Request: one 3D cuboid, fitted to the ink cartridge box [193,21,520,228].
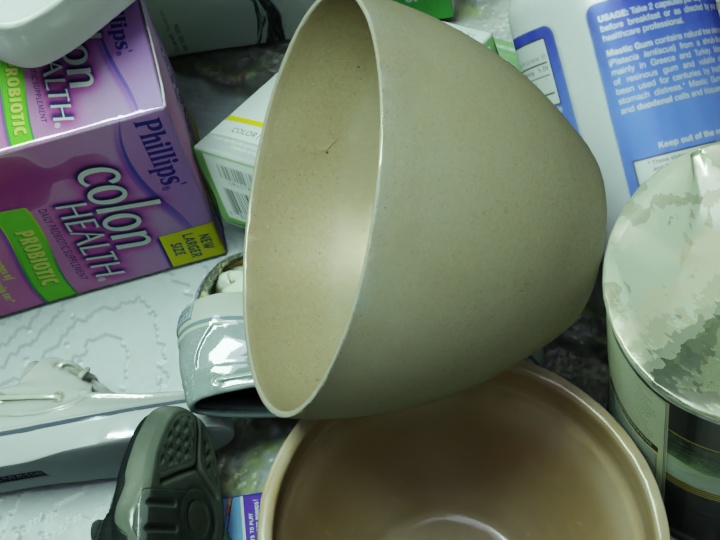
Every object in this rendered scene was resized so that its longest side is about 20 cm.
[{"bbox_3d":[0.015,-0.095,1.119,0.104,0.059,0.200,20,53,41],"label":"ink cartridge box"}]

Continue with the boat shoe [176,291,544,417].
[{"bbox_3d":[0.001,0.059,1.067,0.201,0.070,0.072,5,62,-10],"label":"boat shoe"}]

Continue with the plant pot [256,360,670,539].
[{"bbox_3d":[0.047,0.148,0.991,0.201,0.093,0.201,2,62,-3],"label":"plant pot"}]

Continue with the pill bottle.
[{"bbox_3d":[0.144,-0.110,1.083,0.112,0.112,0.200,-14,90,1],"label":"pill bottle"}]

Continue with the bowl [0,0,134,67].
[{"bbox_3d":[-0.166,-0.197,1.036,0.200,0.075,0.200,34,69,28],"label":"bowl"}]

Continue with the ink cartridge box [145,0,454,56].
[{"bbox_3d":[-0.051,-0.219,1.213,0.200,0.083,0.147,-8,64,5],"label":"ink cartridge box"}]

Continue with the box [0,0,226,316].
[{"bbox_3d":[-0.193,-0.059,1.107,0.200,0.176,0.097,-17,64,-1],"label":"box"}]

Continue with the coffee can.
[{"bbox_3d":[0.194,0.044,0.994,0.146,0.200,0.146,-3,65,7],"label":"coffee can"}]

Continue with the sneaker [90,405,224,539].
[{"bbox_3d":[-0.133,0.167,1.025,0.114,0.076,0.200,-2,77,33],"label":"sneaker"}]

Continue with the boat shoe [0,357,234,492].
[{"bbox_3d":[-0.170,0.081,1.101,0.200,0.072,0.066,-11,69,12],"label":"boat shoe"}]

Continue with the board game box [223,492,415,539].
[{"bbox_3d":[-0.029,0.211,1.037,0.135,0.034,0.200,-8,64,4],"label":"board game box"}]

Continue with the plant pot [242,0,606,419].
[{"bbox_3d":[0.036,-0.023,0.943,0.134,0.200,0.200,8,64,-19],"label":"plant pot"}]

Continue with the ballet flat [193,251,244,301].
[{"bbox_3d":[0.000,0.000,1.114,0.200,0.072,0.072,-18,64,-1],"label":"ballet flat"}]
